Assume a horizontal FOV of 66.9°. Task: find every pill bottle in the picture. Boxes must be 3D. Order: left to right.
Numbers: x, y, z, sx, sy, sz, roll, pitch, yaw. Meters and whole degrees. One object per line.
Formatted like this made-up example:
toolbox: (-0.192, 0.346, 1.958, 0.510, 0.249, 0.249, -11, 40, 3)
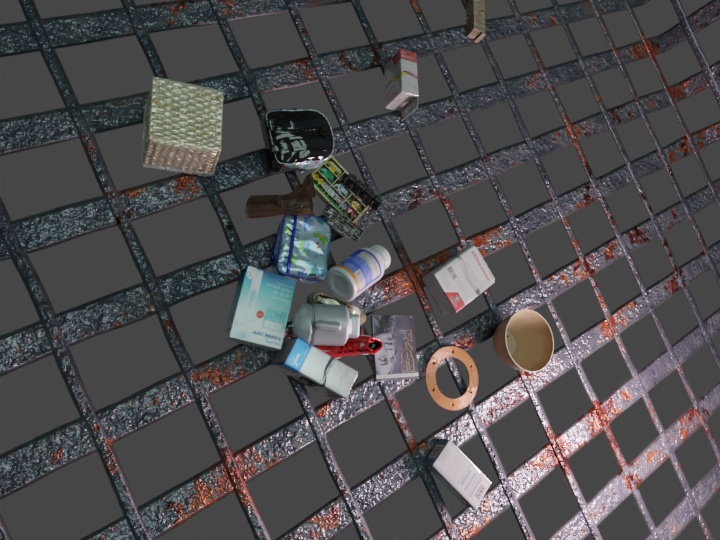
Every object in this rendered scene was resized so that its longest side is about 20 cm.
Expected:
pill bottle: (0.000, 0.000, 1.621, 0.200, 0.112, 0.112, -36, 95, -42)

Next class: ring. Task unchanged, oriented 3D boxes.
ring: (0.291, 0.343, 1.743, 0.200, 0.019, 0.201, 5, 77, -24)

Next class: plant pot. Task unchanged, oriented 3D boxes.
plant pot: (0.517, 0.239, 1.810, 0.199, 0.134, 0.201, 6, 75, -25)

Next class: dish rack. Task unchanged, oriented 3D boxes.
dish rack: (-0.028, -0.187, 1.654, 0.153, 0.055, 0.200, 38, 61, -12)

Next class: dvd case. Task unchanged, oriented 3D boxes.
dvd case: (0.105, 0.237, 1.679, 0.148, 0.016, 0.201, 2, 78, -26)

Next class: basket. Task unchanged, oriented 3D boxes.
basket: (-0.474, -0.381, 1.465, 0.199, 0.161, 0.199, 5, 75, -26)

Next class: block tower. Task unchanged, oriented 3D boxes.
block tower: (0.443, -0.989, 2.104, 0.058, 0.054, 0.201, 6, 75, -24)

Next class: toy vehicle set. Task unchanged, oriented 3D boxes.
toy vehicle set: (-0.065, -0.247, 1.703, 0.200, 0.026, 0.124, 45, 64, -10)

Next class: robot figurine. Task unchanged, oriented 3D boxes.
robot figurine: (-0.104, 0.149, 1.503, 0.199, 0.170, 0.114, 3, 83, -15)

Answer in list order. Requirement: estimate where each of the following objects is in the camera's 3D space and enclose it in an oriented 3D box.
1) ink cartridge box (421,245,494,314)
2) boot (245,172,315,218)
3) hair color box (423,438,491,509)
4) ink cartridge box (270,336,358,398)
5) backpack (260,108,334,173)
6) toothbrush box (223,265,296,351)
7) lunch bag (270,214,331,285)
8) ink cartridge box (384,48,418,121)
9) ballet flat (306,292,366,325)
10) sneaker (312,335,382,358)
ink cartridge box: (0.323, 0.031, 1.793, 0.200, 0.083, 0.147, -33, 94, -27)
boot: (-0.235, -0.217, 1.582, 0.199, 0.064, 0.187, -6, 38, 6)
hair color box: (0.295, 0.617, 1.658, 0.200, 0.061, 0.099, 47, 64, -8)
ink cartridge box: (-0.127, 0.269, 1.487, 0.200, 0.145, 0.084, 32, 68, -15)
backpack: (-0.184, -0.380, 1.607, 0.199, 0.151, 0.178, -13, 86, -20)
toothbrush box: (-0.274, 0.107, 1.489, 0.146, 0.085, 0.201, 19, 72, -21)
lunch bag: (-0.172, -0.063, 1.581, 0.160, 0.082, 0.201, 14, 72, -19)
ink cartridge box: (0.136, -0.620, 1.836, 0.067, 0.116, 0.201, 4, 76, -26)
ballet flat: (-0.061, 0.115, 1.594, 0.199, 0.075, 0.068, 23, 70, -19)
sneaker: (-0.030, 0.211, 1.561, 0.199, 0.115, 0.079, -6, 81, -23)
